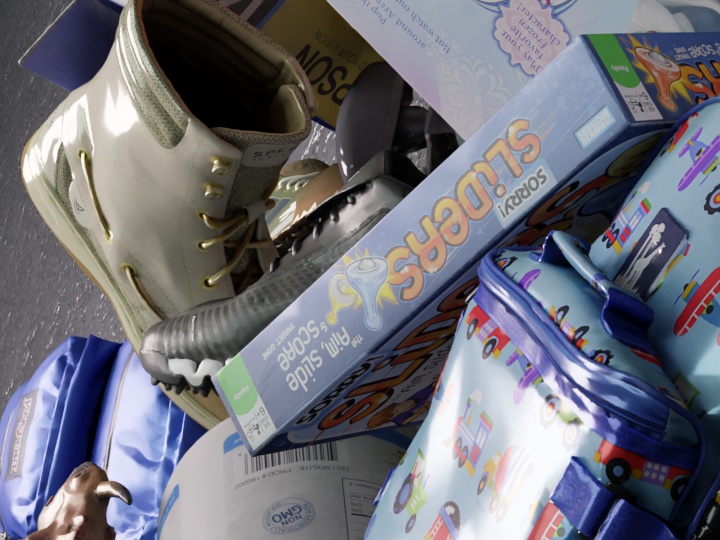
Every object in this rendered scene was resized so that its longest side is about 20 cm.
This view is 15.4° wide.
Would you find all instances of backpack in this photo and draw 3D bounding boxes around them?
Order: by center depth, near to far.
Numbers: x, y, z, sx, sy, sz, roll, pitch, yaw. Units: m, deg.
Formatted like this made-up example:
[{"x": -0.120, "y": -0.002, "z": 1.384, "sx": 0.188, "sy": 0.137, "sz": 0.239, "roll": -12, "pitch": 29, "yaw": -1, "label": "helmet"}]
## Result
[{"x": 0.105, "y": 0.038, "z": 0.773, "sx": 0.200, "sy": 0.134, "sz": 0.183, "roll": -65, "pitch": 19, "yaw": 16, "label": "backpack"}, {"x": -0.087, "y": 0.106, "z": 1.277, "sx": 0.200, "sy": 0.167, "sz": 0.163, "roll": 147, "pitch": 131, "yaw": -63, "label": "backpack"}]

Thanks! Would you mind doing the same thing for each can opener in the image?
[{"x": 0.015, "y": -0.003, "z": 1.204, "sx": 0.053, "sy": 0.067, "sz": 0.201, "roll": 66, "pitch": -151, "yaw": -61, "label": "can opener"}]

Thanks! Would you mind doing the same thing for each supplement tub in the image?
[{"x": -0.015, "y": 0.155, "z": 1.045, "sx": 0.200, "sy": 0.132, "sz": 0.132, "roll": -97, "pitch": 29, "yaw": -55, "label": "supplement tub"}]

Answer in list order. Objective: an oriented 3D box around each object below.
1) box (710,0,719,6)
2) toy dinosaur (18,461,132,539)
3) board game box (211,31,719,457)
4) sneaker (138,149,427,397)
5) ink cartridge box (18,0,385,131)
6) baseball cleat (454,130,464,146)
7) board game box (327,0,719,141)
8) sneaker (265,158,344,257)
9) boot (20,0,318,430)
[{"x": 0.137, "y": -0.176, "z": 0.725, "sx": 0.200, "sy": 0.199, "sz": 0.131, "roll": -55, "pitch": 22, "yaw": 22, "label": "box"}, {"x": -0.108, "y": 0.189, "z": 1.089, "sx": 0.135, "sy": 0.200, "sz": 0.086, "roll": -42, "pitch": -14, "yaw": 23, "label": "toy dinosaur"}, {"x": 0.058, "y": -0.009, "z": 0.903, "sx": 0.200, "sy": 0.135, "sz": 0.035, "roll": -43, "pitch": 67, "yaw": 37, "label": "board game box"}, {"x": 0.000, "y": 0.000, "z": 1.075, "sx": 0.066, "sy": 0.199, "sz": 0.091, "roll": 4, "pitch": -103, "yaw": -66, "label": "sneaker"}, {"x": -0.031, "y": -0.131, "z": 1.218, "sx": 0.047, "sy": 0.198, "sz": 0.200, "roll": 43, "pitch": 98, "yaw": 28, "label": "ink cartridge box"}, {"x": 0.071, "y": -0.086, "z": 1.159, "sx": 0.107, "sy": 0.069, "sz": 0.200, "roll": 105, "pitch": 175, "yaw": -49, "label": "baseball cleat"}, {"x": 0.074, "y": -0.131, "z": 0.965, "sx": 0.043, "sy": 0.200, "sz": 0.199, "roll": -34, "pitch": -14, "yaw": -44, "label": "board game box"}, {"x": -0.028, "y": -0.025, "z": 1.379, "sx": 0.200, "sy": 0.067, "sz": 0.090, "roll": 126, "pitch": 151, "yaw": -55, "label": "sneaker"}, {"x": -0.053, "y": -0.017, "z": 1.143, "sx": 0.072, "sy": 0.200, "sz": 0.155, "roll": -37, "pitch": -5, "yaw": -35, "label": "boot"}]
